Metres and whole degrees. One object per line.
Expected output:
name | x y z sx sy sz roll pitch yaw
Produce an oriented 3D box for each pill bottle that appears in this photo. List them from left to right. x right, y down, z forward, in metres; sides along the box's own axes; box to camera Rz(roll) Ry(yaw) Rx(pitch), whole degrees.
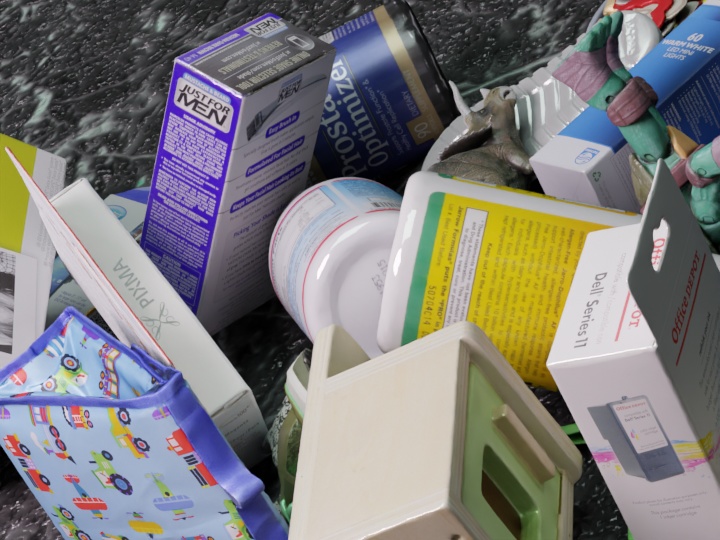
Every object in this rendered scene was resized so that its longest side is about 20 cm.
pill bottle | -0.032 -0.104 1.977 0.199 0.112 0.112 -27 30 3
pill bottle | 0.000 0.000 1.778 0.108 0.109 0.200 -30 15 -4
pill bottle | 0.116 0.014 1.617 0.199 0.113 0.113 11 39 3

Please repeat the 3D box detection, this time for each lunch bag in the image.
lunch bag | -0.123 0.118 1.661 0.094 0.151 0.200 -42 28 -23

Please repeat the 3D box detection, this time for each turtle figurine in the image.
turtle figurine | 0.203 -0.066 1.642 0.101 0.200 0.150 -46 -3 -3

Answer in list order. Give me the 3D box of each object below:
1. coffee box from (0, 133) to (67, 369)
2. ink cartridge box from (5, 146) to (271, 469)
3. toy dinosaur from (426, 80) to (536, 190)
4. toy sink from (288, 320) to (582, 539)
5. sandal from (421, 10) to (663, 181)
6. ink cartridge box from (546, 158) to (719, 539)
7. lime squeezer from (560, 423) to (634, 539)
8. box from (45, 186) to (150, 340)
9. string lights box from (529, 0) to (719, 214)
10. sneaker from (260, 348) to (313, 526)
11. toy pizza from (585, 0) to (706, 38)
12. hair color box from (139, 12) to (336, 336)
coffee box | -0.331 0.019 1.845 0.200 0.197 0.201 -49 28 43
ink cartridge box | -0.138 0.019 1.736 0.043 0.174 0.200 -34 62 -10
toy dinosaur | 0.078 -0.051 1.802 0.102 0.077 0.200 8 29 20
toy sink | 0.047 0.116 1.537 0.112 0.131 0.201 -24 33 23
sandal | 0.131 -0.097 1.896 0.202 0.050 0.083 -35 47 19
ink cartridge box | 0.162 0.053 1.495 0.067 0.201 0.117 -11 34 27
lime squeezer | 0.138 0.115 1.583 0.070 0.038 0.200 -31 31 -4
box | -0.198 0.013 2.010 0.200 0.042 0.119 -40 32 -23
string lights box | 0.211 -0.087 1.762 0.200 0.103 0.059 -41 31 -22
sneaker | -0.018 0.136 1.673 0.089 0.077 0.200 -53 25 20
toy pizza | 0.250 -0.198 1.968 0.199 0.032 0.201 -21 31 13
hair color box | -0.087 -0.060 1.846 0.065 0.201 0.109 30 35 22
